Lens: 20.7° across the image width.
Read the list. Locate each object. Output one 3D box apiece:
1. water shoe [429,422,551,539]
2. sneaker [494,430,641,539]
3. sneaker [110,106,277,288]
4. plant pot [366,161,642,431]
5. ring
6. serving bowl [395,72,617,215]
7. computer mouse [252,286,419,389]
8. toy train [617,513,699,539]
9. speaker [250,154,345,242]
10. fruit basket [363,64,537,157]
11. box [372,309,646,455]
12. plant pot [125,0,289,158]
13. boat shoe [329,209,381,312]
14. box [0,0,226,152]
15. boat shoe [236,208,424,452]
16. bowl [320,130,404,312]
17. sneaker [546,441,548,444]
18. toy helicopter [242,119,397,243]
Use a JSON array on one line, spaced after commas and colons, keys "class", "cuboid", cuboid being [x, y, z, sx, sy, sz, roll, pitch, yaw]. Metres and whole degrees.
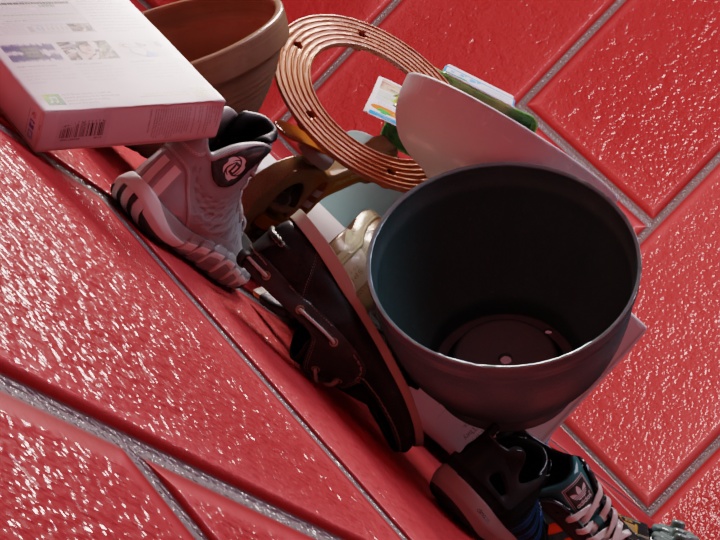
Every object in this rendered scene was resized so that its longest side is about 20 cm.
[{"class": "water shoe", "cuboid": [0.120, 0.170, 1.499, 0.072, 0.079, 0.200, 46, 4, 23]}, {"class": "sneaker", "cuboid": [0.175, 0.204, 1.609, 0.200, 0.071, 0.080, 38, -33, 12]}, {"class": "sneaker", "cuboid": [-0.094, -0.058, 1.447, 0.075, 0.116, 0.200, 45, 4, 20]}, {"class": "plant pot", "cuboid": [0.108, 0.036, 1.478, 0.200, 0.200, 0.134, 46, -25, 35]}, {"class": "ring", "cuboid": [0.011, -0.141, 1.693, 0.200, 0.019, 0.201, 21, 42, -20]}, {"class": "serving bowl", "cuboid": [0.106, -0.081, 1.595, 0.200, 0.066, 0.200, 32, -1, 0]}, {"class": "computer mouse", "cuboid": [-0.039, 0.041, 1.581, 0.140, 0.046, 0.200, 22, 13, -33]}, {"class": "toy train", "cuboid": [0.243, 0.260, 1.773, 0.114, 0.085, 0.200, 18, 1, 8]}, {"class": "speaker", "cuboid": [-0.069, -0.038, 1.798, 0.200, 0.081, 0.081, 44, 3, 7]}, {"class": "fruit basket", "cuboid": [0.094, -0.129, 1.822, 0.185, 0.094, 0.200, 26, 9, -1]}, {"class": "box", "cuboid": [0.116, 0.059, 1.755, 0.131, 0.200, 0.199, 43, 1, -19]}, {"class": "plant pot", "cuboid": [-0.149, -0.152, 1.629, 0.201, 0.201, 0.093, -129, -158, -64]}, {"class": "boat shoe", "cuboid": [0.000, 0.000, 1.577, 0.065, 0.072, 0.200, 44, 9, 0]}, {"class": "box", "cuboid": [-0.204, -0.152, 1.363, 0.144, 0.036, 0.200, -7, 41, -37]}, {"class": "boat shoe", "cuboid": [-0.019, 0.055, 1.451, 0.200, 0.068, 0.072, 59, -10, -15]}, {"class": "bowl", "cuboid": [-0.002, -0.023, 1.904, 0.201, 0.105, 0.201, 48, -20, 24]}, {"class": "sneaker", "cuboid": [0.113, 0.121, 2.000, 0.200, 0.082, 0.074, 44, 3, 7]}, {"class": "toy helicopter", "cuboid": [-0.038, -0.083, 1.705, 0.200, 0.132, 0.079, -25, 62, -42]}]
